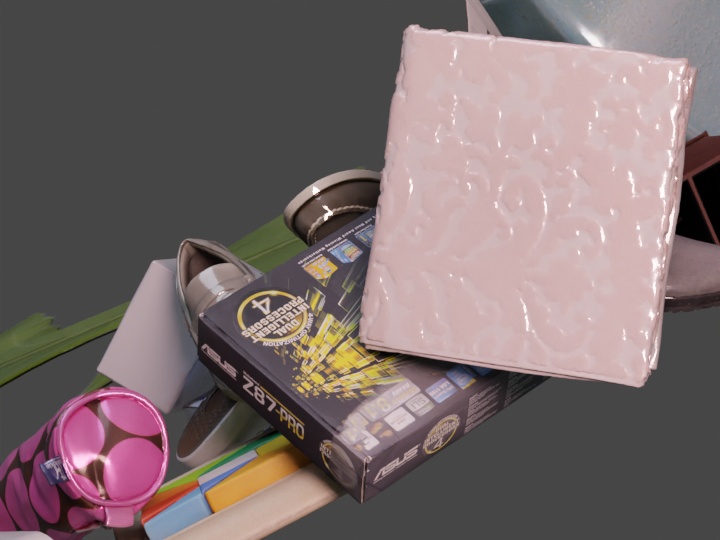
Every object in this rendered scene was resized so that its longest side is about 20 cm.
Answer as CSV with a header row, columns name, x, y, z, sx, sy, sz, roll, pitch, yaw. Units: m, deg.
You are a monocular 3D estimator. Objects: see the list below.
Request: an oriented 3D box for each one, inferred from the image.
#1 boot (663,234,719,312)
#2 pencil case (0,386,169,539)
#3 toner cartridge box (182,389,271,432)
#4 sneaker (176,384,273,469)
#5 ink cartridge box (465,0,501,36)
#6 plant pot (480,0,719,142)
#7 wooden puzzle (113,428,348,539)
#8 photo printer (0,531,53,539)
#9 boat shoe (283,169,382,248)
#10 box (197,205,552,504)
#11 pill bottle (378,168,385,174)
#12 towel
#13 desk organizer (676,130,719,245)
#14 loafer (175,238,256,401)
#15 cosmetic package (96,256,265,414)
name,x,y,z,sx,sy,sz,roll,pitch,yaw
boot,0.152,-0.052,1.442,0.199,0.132,0.070,8,19,-1
pencil case,-0.198,0.150,1.561,0.090,0.094,0.200,-8,-16,-27
toner cartridge box,-0.031,0.074,1.762,0.200,0.043,0.095,-29,7,-20
sneaker,-0.043,0.085,1.668,0.200,0.085,0.073,-45,18,-14
ink cartridge box,0.084,-0.084,1.667,0.050,0.201,0.162,-11,-24,17
plant pot,0.211,-0.205,1.739,0.196,0.200,0.196,-60,14,-7
wooden puzzle,-0.080,0.140,1.526,0.184,0.037,0.200,-27,8,-6
photo printer,-0.271,0.227,1.458,0.166,0.070,0.200,-31,9,-28
boat shoe,0.013,-0.017,1.605,0.072,0.060,0.202,-35,-23,14
box,0.021,0.041,1.472,0.200,0.161,0.049,-30,-33,-30
pill bottle,0.079,-0.062,2.022,0.116,0.116,0.200,-22,10,26
towel,0.099,-0.039,1.388,0.190,0.201,0.032,8,-1,24
desk organizer,0.193,-0.022,1.586,0.200,0.072,0.077,-29,11,-20
loafer,-0.096,0.032,1.638,0.070,0.070,0.200,-42,24,1
cosmetic package,-0.127,0.048,1.845,0.102,0.071,0.200,-61,-11,8
